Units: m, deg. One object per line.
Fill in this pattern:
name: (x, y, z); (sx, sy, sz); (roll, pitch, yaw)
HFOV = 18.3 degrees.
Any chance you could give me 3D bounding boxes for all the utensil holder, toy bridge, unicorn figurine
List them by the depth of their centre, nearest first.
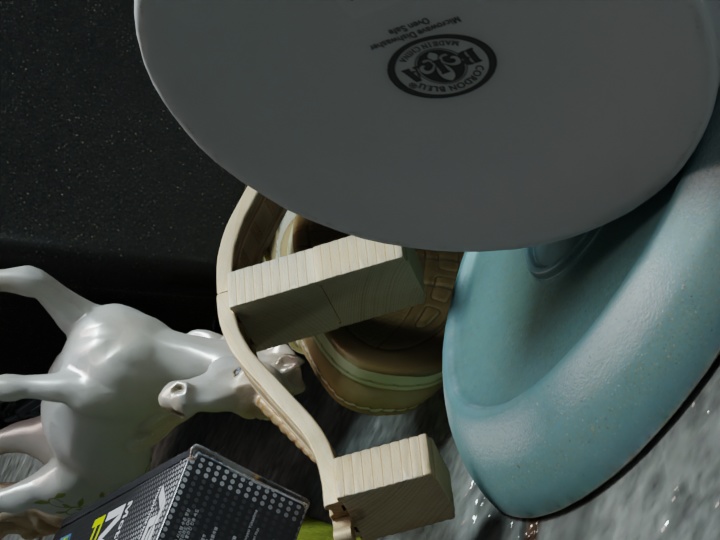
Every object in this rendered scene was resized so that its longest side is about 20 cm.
utensil holder: (0.033, -0.130, 0.644); (0.170, 0.169, 0.201); (-46, 25, 48)
toy bridge: (-0.013, 0.007, 0.736); (0.067, 0.027, 0.201); (-16, 47, 11)
unicorn figurine: (-0.099, 0.049, 0.812); (0.200, 0.137, 0.074); (128, 150, -66)

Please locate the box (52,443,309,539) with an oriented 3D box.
box: (-0.095, 0.166, 0.715); (0.160, 0.044, 0.201); (-34, 33, 64)

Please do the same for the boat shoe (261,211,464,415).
boat shoe: (0.000, 0.000, 0.834); (0.200, 0.074, 0.067); (-97, 19, -59)

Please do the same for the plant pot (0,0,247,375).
plant pot: (-0.127, -0.053, 0.898); (0.200, 0.177, 0.201); (107, 178, -69)

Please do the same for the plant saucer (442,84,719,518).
plant saucer: (0.077, -0.022, 0.679); (0.200, 0.027, 0.200); (-56, 16, 25)

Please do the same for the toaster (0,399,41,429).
toaster: (-0.126, 0.001, 1.050); (0.200, 0.113, 0.130); (-32, 64, 39)

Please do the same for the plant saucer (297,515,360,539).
plant saucer: (-0.060, 0.173, 0.765); (0.201, 0.048, 0.200); (-66, 15, -8)
